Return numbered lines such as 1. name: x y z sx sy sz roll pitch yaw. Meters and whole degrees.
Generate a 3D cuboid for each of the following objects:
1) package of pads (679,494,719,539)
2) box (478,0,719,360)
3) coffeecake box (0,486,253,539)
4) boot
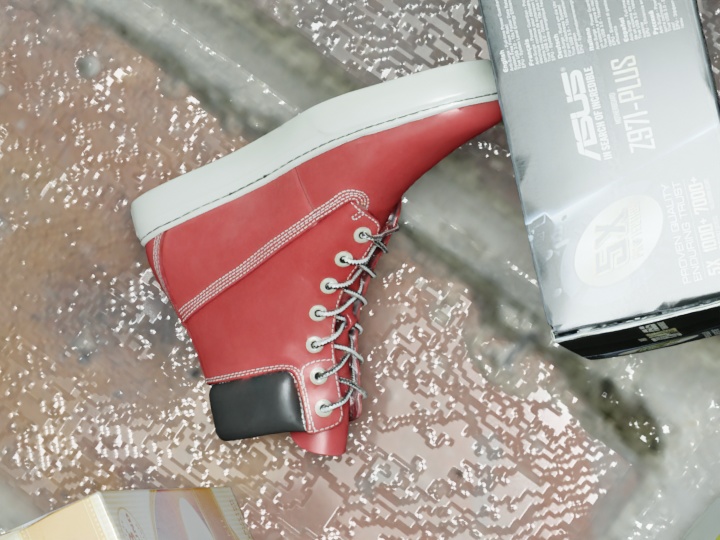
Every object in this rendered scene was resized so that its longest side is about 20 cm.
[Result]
1. package of pads: 0.164 0.145 0.888 0.068 0.155 0.200 42 96 -2
2. box: 0.109 -0.070 0.913 0.086 0.164 0.201 -13 83 10
3. coffeecake box: -0.082 0.175 0.911 0.073 0.200 0.154 -25 81 8
4. boot: 0.000 0.000 0.961 0.200 0.072 0.145 -26 81 31
